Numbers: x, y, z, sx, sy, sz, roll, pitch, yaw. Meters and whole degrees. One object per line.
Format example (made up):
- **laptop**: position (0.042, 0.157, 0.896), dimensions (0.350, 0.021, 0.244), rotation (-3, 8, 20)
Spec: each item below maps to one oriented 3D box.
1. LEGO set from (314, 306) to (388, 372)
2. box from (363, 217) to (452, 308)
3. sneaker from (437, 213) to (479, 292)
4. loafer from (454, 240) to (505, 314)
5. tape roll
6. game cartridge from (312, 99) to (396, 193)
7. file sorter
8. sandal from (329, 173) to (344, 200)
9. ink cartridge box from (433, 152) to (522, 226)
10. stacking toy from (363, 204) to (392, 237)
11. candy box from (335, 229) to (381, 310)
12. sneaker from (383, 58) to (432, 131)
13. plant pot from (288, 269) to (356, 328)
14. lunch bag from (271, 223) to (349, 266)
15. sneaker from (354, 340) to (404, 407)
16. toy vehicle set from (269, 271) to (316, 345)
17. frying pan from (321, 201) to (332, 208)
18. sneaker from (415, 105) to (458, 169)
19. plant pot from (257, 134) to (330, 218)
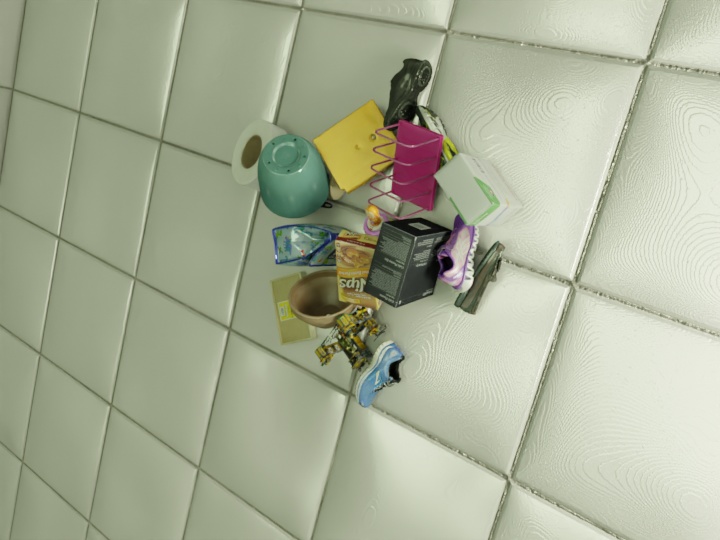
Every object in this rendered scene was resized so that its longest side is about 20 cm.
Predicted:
- **LEGO set**: position (-0.019, 0.204, 1.714), dimensions (0.116, 0.153, 0.201), rotation (50, 119, 21)
- **box**: position (0.119, -0.025, 1.576), dimensions (0.103, 0.199, 0.185), rotation (25, 110, 29)
- **sneaker**: position (0.232, -0.052, 1.549), dimensions (0.080, 0.087, 0.203), rotation (-26, 52, 62)
- **loafer**: position (0.305, 0.021, 1.556), dimensions (0.063, 0.072, 0.201), rotation (33, 117, 6)
- **tape roll**: position (-0.299, -0.342, 1.886), dimensions (0.201, 0.070, 0.206), rotation (-16, 66, 42)
- **game cartridge**: position (-0.004, -0.329, 1.701), dimensions (0.199, 0.032, 0.178), rotation (-31, 86, 10)
- **file sorter**: position (0.104, -0.250, 1.588), dimensions (0.138, 0.125, 0.202), rotation (31, 130, 35)
- **sandal**: position (-0.017, -0.285, 1.739), dimensions (0.069, 0.077, 0.214), rotation (29, 102, 34)
- **ink cartridge box**: position (0.279, -0.184, 1.480), dimensions (0.087, 0.199, 0.146), rotation (-41, 72, 30)
- **stacking toy**: position (0.048, -0.106, 1.617), dimensions (0.116, 0.200, 0.110), rotation (35, 79, 27)
- **candy box**: position (0.000, 0.000, 1.631), dimensions (0.114, 0.055, 0.202), rotation (13, 131, 19)
- **sneaker**: position (0.110, -0.461, 1.658), dimensions (0.090, 0.076, 0.202), rotation (32, 94, 37)
- **plant pot**: position (-0.095, 0.096, 1.763), dimensions (0.199, 0.201, 0.094), rotation (18, 136, 31)
- **lunch bag**: position (-0.116, -0.074, 1.753), dimensions (0.198, 0.169, 0.129), rotation (-11, 85, 30)
- **sneaker**: position (0.055, 0.292, 1.710), dimensions (0.089, 0.078, 0.202), rotation (37, 110, 29)
- **toy vehicle set**: position (-0.202, 0.115, 1.899), dimensions (0.123, 0.026, 0.203), rotation (-13, 84, 32)
- **frying pan**: position (-0.157, -0.219, 1.856), dimensions (0.188, 0.031, 0.117), rotation (-11, 83, 32)
- **sneaker**: position (0.180, -0.326, 1.612), dimensions (0.084, 0.074, 0.202), rotation (-34, 74, 29)
- **plant pot**: position (-0.188, -0.267, 1.703), dimensions (0.197, 0.161, 0.203), rotation (-2, 67, 4)
